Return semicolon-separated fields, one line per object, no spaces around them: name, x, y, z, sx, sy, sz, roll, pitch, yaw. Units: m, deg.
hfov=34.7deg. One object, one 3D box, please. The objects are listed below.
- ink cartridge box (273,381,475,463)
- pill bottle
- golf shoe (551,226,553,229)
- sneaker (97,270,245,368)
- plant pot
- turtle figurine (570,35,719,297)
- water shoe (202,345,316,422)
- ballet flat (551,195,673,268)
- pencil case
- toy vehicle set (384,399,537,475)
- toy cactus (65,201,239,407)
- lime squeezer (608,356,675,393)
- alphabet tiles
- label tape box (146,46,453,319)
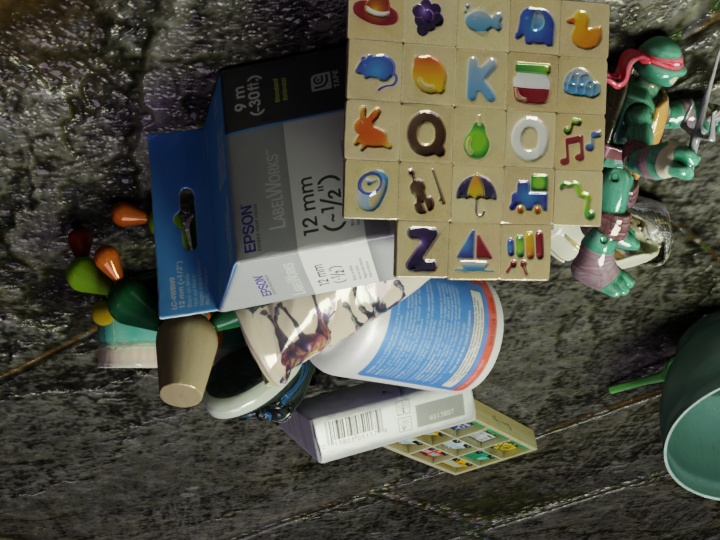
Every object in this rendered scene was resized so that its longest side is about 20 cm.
ink cartridge box;-0.002;0.123;1.130;0.161;0.058;0.200;-13;-164;-19
pill bottle;0.017;0.039;0.984;0.198;0.114;0.112;13;146;-36
golf shoe;0.106;-0.083;0.822;0.091;0.073;0.201;14;141;13
sneaker;-0.156;0.041;0.995;0.070;0.081;0.200;-1;178;20
plant pot;0.400;0.125;1.200;0.197;0.135;0.202;-1;132;-2
turtle figurine;0.203;-0.089;0.808;0.149;0.100;0.202;-37;151;-47
water shoe;-0.075;0.101;1.008;0.071;0.080;0.200;-1;-164;18
ballet flat;0.181;-0.038;0.932;0.198;0.073;0.072;11;148;-31
pencil case;0.000;0.000;0.799;0.199;0.078;0.090;-33;126;-2
toy vehicle set;0.121;0.205;1.424;0.123;0.027;0.199;-23;149;26
toy cactus;-0.130;0.028;0.868;0.197;0.167;0.103;7;141;-7
lime squeezer;0.382;0.110;1.319;0.197;0.038;0.071;-14;-177;10
alphabet tiles;0.069;-0.096;0.676;0.164;0.203;0.006;1;-176;-17
label tape box;-0.046;-0.060;0.743;0.197;0.145;0.066;-10;154;3
